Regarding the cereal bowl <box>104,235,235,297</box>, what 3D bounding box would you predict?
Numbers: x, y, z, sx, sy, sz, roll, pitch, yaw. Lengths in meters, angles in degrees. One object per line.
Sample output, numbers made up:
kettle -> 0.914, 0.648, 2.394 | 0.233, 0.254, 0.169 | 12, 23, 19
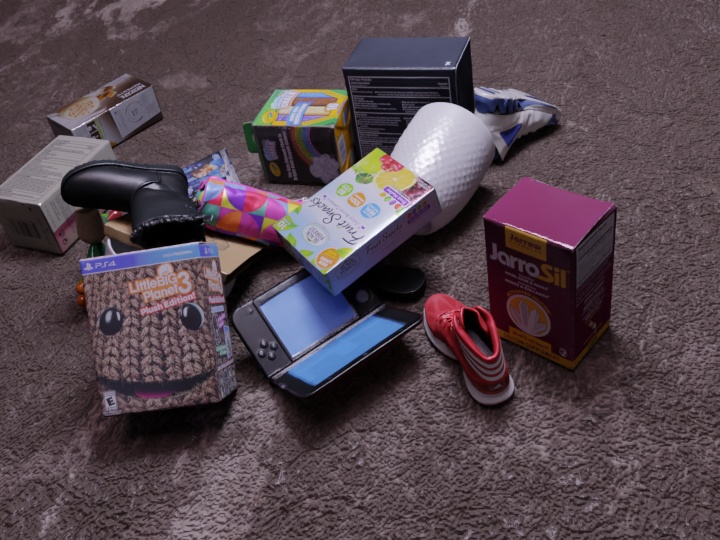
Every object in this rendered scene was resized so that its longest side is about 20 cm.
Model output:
cereal bowl -> -0.286, 0.008, 1.226 | 0.197, 0.084, 0.201 | 17, 21, -7

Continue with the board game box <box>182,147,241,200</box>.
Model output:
board game box -> -0.295, -0.107, 1.410 | 0.197, 0.062, 0.201 | -21, 42, -8

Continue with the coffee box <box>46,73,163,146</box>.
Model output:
coffee box -> -0.524, -0.317, 1.697 | 0.199, 0.080, 0.114 | -38, 46, -27

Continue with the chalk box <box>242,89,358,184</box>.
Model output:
chalk box -> -0.112, -0.240, 1.470 | 0.197, 0.126, 0.125 | 6, 43, 19

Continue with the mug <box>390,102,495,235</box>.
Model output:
mug -> 0.096, -0.146, 1.311 | 0.199, 0.148, 0.176 | -11, 40, 52

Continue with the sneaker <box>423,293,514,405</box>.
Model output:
sneaker -> 0.136, 0.066, 1.056 | 0.078, 0.117, 0.200 | -23, 41, -13

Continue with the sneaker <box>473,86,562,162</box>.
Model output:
sneaker -> 0.252, -0.250, 1.429 | 0.198, 0.117, 0.080 | -5, 31, -41

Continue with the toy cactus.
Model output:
toy cactus -> -0.400, -0.035, 1.277 | 0.101, 0.166, 0.202 | 2, 48, 0

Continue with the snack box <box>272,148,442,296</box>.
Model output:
snack box -> -0.005, -0.073, 1.160 | 0.199, 0.053, 0.142 | -38, 46, -13

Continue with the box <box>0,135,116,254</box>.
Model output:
box -> -0.536, -0.139, 1.470 | 0.126, 0.110, 0.201 | 9, 44, 24

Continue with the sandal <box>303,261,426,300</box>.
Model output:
sandal -> 0.001, -0.001, 1.220 | 0.198, 0.048, 0.076 | 4, 41, 20

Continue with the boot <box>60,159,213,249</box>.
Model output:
boot -> -0.316, -0.087, 1.163 | 0.195, 0.074, 0.163 | -4, 38, -22

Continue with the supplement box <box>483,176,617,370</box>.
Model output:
supplement box -> 0.239, 0.004, 1.037 | 0.130, 0.202, 0.103 | 24, 51, 37

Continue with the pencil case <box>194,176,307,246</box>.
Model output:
pencil case -> -0.160, -0.089, 1.280 | 0.197, 0.089, 0.089 | 11, 35, -20

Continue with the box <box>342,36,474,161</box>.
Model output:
box -> 0.091, -0.285, 1.414 | 0.197, 0.200, 0.124 | 5, 42, 19

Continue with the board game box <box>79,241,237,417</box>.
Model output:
board game box -> -0.259, 0.074, 1.071 | 0.157, 0.203, 0.097 | -9, 1, 4

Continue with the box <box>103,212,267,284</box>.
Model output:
box -> -0.258, -0.047, 1.239 | 0.198, 0.022, 0.164 | 21, 22, 7

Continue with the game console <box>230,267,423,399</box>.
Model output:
game console -> -0.048, 0.063, 1.095 | 0.199, 0.119, 0.173 | -31, 77, -23
